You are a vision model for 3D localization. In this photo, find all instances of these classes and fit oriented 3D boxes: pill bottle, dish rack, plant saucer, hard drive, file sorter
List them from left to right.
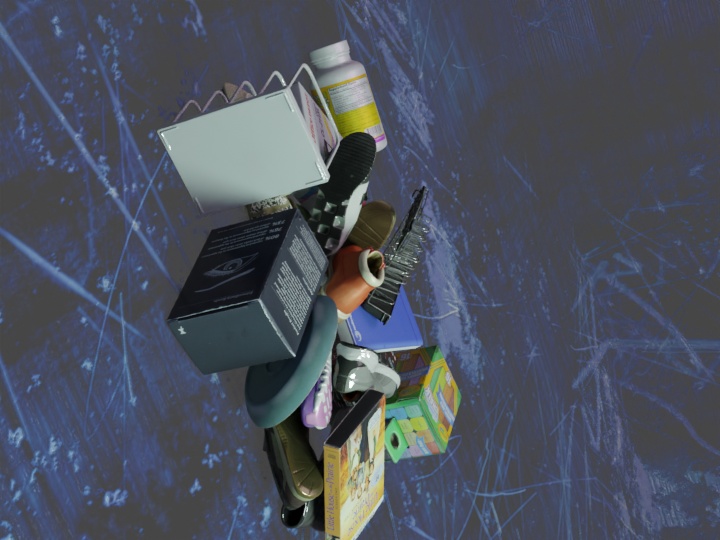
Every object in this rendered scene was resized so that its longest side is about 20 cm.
[{"bbox_3d":[-0.145,-0.185,1.504,0.139,0.199,0.125,65,25,-26],"label":"file sorter"},{"bbox_3d":[-0.101,0.117,1.485,0.027,0.200,0.201,32,45,-24],"label":"plant saucer"},{"bbox_3d":[-0.029,-0.299,1.931,0.104,0.104,0.201,-41,116,-63],"label":"pill bottle"},{"bbox_3d":[0.021,0.067,1.768,0.200,0.025,0.132,1,65,-56],"label":"hard drive"},{"bbox_3d":[0.067,-0.030,1.712,0.054,0.200,0.154,25,39,-5],"label":"dish rack"}]

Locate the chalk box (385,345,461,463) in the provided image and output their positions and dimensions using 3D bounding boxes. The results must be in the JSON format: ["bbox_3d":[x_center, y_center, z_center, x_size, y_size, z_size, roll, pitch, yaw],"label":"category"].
[{"bbox_3d":[0.082,0.243,1.887,0.125,0.123,0.200,65,27,-25],"label":"chalk box"}]

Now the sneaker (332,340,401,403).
[{"bbox_3d":[0.002,0.165,1.636,0.080,0.074,0.200,-70,156,-11],"label":"sneaker"}]

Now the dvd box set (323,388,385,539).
[{"bbox_3d":[-0.008,0.291,1.568,0.146,0.029,0.201,-43,141,-52],"label":"dvd box set"}]

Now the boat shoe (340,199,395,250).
[{"bbox_3d":[-0.004,-0.051,1.777,0.073,0.200,0.063,41,39,-3],"label":"boat shoe"}]

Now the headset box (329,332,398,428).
[{"bbox_3d":[-0.016,0.160,1.770,0.149,0.077,0.200,64,26,-27],"label":"headset box"}]

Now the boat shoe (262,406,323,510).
[{"bbox_3d":[-0.109,0.242,1.543,0.072,0.066,0.201,18,40,-40],"label":"boat shoe"}]

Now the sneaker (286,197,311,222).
[{"bbox_3d":[-0.087,-0.010,1.704,0.090,0.067,0.201,24,54,-55],"label":"sneaker"}]

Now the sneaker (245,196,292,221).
[{"bbox_3d":[-0.108,-0.050,1.602,0.201,0.077,0.089,67,-21,10],"label":"sneaker"}]

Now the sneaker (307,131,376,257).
[{"bbox_3d":[-0.028,-0.116,1.682,0.201,0.074,0.088,-66,168,1],"label":"sneaker"}]

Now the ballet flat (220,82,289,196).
[{"bbox_3d":[-0.139,-0.204,1.625,0.201,0.062,0.067,62,14,11],"label":"ballet flat"}]

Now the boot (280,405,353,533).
[{"bbox_3d":[-0.048,0.286,1.608,0.132,0.070,0.201,36,59,-56],"label":"boot"}]

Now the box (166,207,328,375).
[{"bbox_3d":[-0.147,0.027,1.461,0.105,0.147,0.200,60,31,-32],"label":"box"}]

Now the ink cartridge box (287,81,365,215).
[{"bbox_3d":[-0.078,-0.180,1.756,0.200,0.083,0.146,48,24,-48],"label":"ink cartridge box"}]

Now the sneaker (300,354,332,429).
[{"bbox_3d":[-0.084,0.147,1.551,0.200,0.088,0.081,-93,-176,-53],"label":"sneaker"}]

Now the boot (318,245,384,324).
[{"bbox_3d":[0.000,0.000,1.654,0.075,0.107,0.200,43,22,-13],"label":"boot"}]
